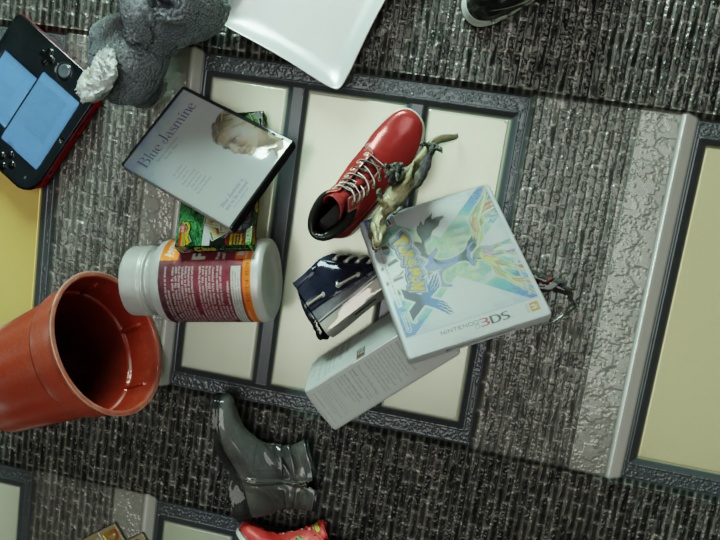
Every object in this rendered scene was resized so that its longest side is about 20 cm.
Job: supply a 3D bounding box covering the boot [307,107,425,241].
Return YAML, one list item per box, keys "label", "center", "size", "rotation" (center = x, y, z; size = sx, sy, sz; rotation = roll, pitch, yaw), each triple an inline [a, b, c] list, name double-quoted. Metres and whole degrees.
- label: "boot"
  center: [0.010, -0.121, 0.828]
  size: [0.072, 0.144, 0.201]
  rotation: [37, 100, 4]

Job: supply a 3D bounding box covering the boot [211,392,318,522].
- label: "boot"
  center: [-0.133, 0.259, 0.946]
  size: [0.130, 0.070, 0.202]
  rotation: [-12, 103, 4]

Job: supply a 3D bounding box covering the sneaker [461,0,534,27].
- label: "sneaker"
  center: [0.216, -0.365, 0.791]
  size: [0.199, 0.091, 0.067]
  rotation: [-26, 94, 11]

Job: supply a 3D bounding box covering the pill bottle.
- label: "pill bottle"
  center: [-0.215, 0.013, 0.894]
  size: [0.198, 0.114, 0.115]
  rotation: [-1, 97, 8]

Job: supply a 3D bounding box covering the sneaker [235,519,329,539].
- label: "sneaker"
  center: [-0.083, 0.401, 0.957]
  size: [0.199, 0.077, 0.086]
  rotation: [22, 80, 4]

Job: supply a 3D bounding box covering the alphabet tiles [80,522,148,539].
- label: "alphabet tiles"
  center: [-0.399, 0.498, 1.039]
  size: [0.199, 0.006, 0.167]
  rotation: [-29, 92, 11]

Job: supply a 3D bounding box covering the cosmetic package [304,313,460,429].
- label: "cosmetic package"
  center: [0.029, 0.116, 0.873]
  size: [0.199, 0.102, 0.074]
  rotation: [-35, 102, 10]

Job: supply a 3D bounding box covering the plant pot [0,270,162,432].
- label: "plant pot"
  center: [-0.419, 0.127, 0.911]
  size: [0.194, 0.201, 0.202]
  rotation: [-20, 94, 19]

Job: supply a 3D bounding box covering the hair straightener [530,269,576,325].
- label: "hair straightener"
  center: [0.192, 0.022, 0.877]
  size: [0.198, 0.041, 0.078]
  rotation: [20, 100, 1]

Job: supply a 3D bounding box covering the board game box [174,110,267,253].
- label: "board game box"
  center: [-0.184, -0.120, 0.873]
  size: [0.104, 0.023, 0.202]
  rotation: [-3, 68, 10]

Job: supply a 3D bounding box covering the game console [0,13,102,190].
- label: "game console"
  center: [-0.482, -0.237, 0.946]
  size: [0.177, 0.031, 0.200]
  rotation: [40, 101, 2]

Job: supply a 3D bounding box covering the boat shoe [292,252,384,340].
- label: "boat shoe"
  center: [0.000, 0.000, 0.884]
  size: [0.199, 0.075, 0.093]
  rotation: [-36, 74, 1]

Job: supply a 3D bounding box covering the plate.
- label: "plate"
  center: [-0.063, -0.372, 0.863]
  size: [0.199, 0.032, 0.201]
  rotation: [30, 101, 5]

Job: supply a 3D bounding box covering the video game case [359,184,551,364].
- label: "video game case"
  center: [0.113, -0.002, 0.816]
  size: [0.181, 0.022, 0.201]
  rotation: [-17, 62, -5]

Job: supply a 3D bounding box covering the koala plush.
- label: "koala plush"
  center: [-0.281, -0.297, 0.833]
  size: [0.183, 0.177, 0.201]
  rotation: [31, 104, 4]

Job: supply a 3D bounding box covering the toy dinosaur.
- label: "toy dinosaur"
  center: [0.062, -0.120, 0.811]
  size: [0.047, 0.088, 0.200]
  rotation: [36, 77, 11]

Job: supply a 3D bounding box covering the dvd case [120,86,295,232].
- label: "dvd case"
  center: [-0.202, -0.152, 0.866]
  size: [0.199, 0.018, 0.143]
  rotation: [29, 77, 20]
